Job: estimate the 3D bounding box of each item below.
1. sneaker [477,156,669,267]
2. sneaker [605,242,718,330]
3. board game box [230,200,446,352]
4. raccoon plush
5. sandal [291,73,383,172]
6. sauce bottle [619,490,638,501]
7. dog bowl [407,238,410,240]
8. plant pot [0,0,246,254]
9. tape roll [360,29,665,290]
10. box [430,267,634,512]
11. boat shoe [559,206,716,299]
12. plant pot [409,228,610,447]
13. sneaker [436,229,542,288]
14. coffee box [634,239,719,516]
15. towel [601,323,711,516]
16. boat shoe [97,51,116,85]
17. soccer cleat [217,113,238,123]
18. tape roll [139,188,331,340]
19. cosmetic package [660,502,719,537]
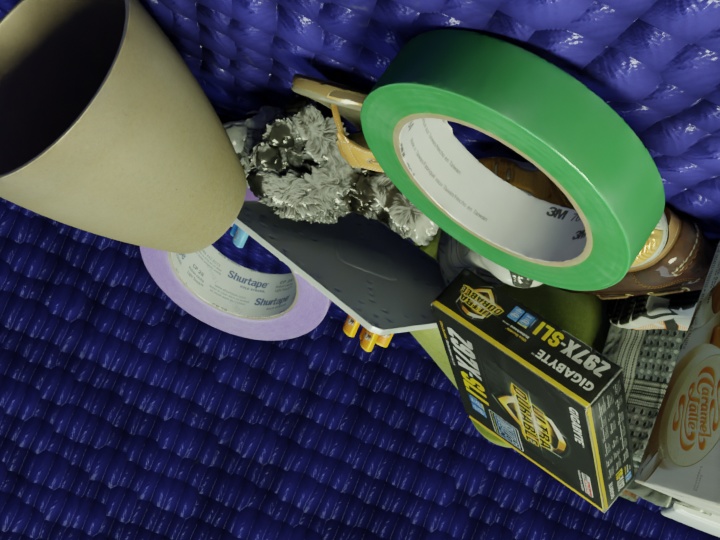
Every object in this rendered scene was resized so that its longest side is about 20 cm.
[{"bbox_3d":[0.163,-0.046,0.955,0.087,0.076,0.200,11,-173,-37],"label":"sneaker"},{"bbox_3d":[0.274,0.026,1.069,0.080,0.074,0.200,23,174,-15],"label":"sneaker"},{"bbox_3d":[0.000,0.000,1.120,0.200,0.026,0.200,37,-157,30],"label":"board game box"},{"bbox_3d":[-0.039,-0.074,1.133,0.200,0.097,0.134,41,175,-14],"label":"raccoon plush"},{"bbox_3d":[0.017,-0.099,1.017,0.080,0.054,0.200,19,172,37],"label":"sandal"},{"bbox_3d":[0.273,0.116,1.222,0.065,0.201,0.065,23,174,3],"label":"sauce bottle"},{"bbox_3d":[-0.041,-0.048,1.387,0.199,0.059,0.200,20,-173,-3],"label":"dog bowl"},{"bbox_3d":[-0.186,-0.099,1.005,0.187,0.188,0.200,16,163,43],"label":"plant pot"},{"bbox_3d":[0.095,-0.067,0.823,0.200,0.048,0.201,32,162,12],"label":"tape roll"},{"bbox_3d":[0.146,0.102,1.065,0.160,0.049,0.200,36,162,31],"label":"box"},{"bbox_3d":[0.210,-0.007,1.028,0.070,0.071,0.200,30,171,-19],"label":"boat shoe"},{"bbox_3d":[0.133,0.044,1.273,0.184,0.201,0.200,40,164,-32],"label":"plant pot"},{"bbox_3d":[0.109,-0.006,1.090,0.075,0.087,0.200,18,-168,-13],"label":"sneaker"},{"bbox_3d":[0.270,0.065,0.845,0.080,0.201,0.114,23,174,-16],"label":"coffee box"},{"bbox_3d":[0.264,0.100,1.129,0.034,0.201,0.192,19,176,-29],"label":"towel"},{"bbox_3d":[-0.166,-0.123,1.127,0.072,0.065,0.200,-18,128,11],"label":"boat shoe"},{"bbox_3d":[-0.106,-0.120,1.255,0.199,0.068,0.081,16,163,0],"label":"soccer cleat"},{"bbox_3d":[-0.115,-0.020,1.274,0.199,0.066,0.200,14,140,12],"label":"tape roll"},{"bbox_3d":[0.371,0.153,1.188,0.123,0.201,0.199,21,173,13],"label":"cosmetic package"}]
